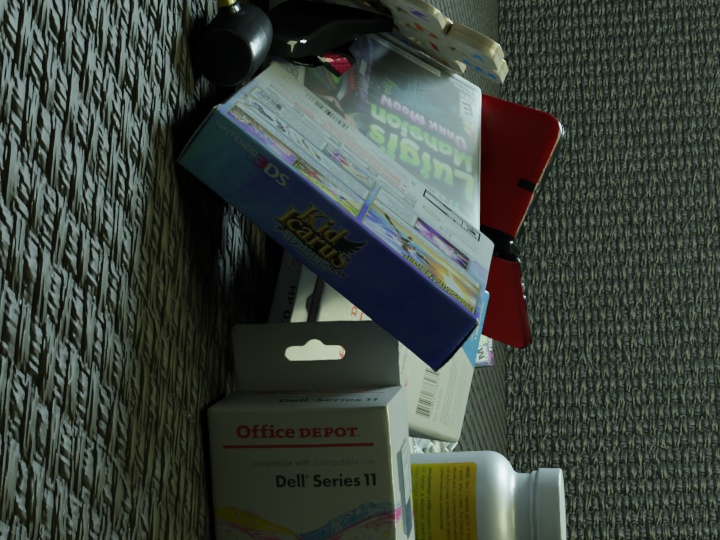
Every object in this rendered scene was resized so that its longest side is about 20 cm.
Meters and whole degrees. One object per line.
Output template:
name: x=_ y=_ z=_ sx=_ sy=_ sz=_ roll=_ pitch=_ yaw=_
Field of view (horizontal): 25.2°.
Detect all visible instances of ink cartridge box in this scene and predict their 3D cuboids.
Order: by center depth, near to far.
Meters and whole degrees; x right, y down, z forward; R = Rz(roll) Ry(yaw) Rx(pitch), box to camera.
ink cartridge box: x=-0.029 y=0.135 z=0.983 sx=0.067 sy=0.116 sz=0.202 roll=-32 pitch=118 yaw=-77
ink cartridge box: x=-0.002 y=0.042 z=1.118 sx=0.199 sy=0.067 sz=0.116 roll=24 pitch=75 yaw=-47

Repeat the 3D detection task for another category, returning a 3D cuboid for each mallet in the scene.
mallet: x=-0.090 y=-0.216 z=0.982 sx=0.066 sy=0.041 sz=0.202 roll=-59 pitch=141 yaw=-71

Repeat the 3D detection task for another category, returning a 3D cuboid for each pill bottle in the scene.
pill bottle: x=0.059 y=0.194 z=1.252 sx=0.104 sy=0.198 sz=0.105 roll=-3 pitch=90 yaw=-80

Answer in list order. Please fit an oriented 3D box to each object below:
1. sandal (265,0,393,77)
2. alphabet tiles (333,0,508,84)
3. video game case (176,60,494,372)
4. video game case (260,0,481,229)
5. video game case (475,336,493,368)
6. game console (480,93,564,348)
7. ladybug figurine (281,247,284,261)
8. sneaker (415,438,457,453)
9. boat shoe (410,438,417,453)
sandal: x=-0.038 y=-0.159 z=1.129 sx=0.200 sy=0.074 sz=0.045 roll=-32 pitch=132 yaw=-62
alphabet tiles: x=0.020 y=-0.198 z=1.202 sx=0.015 sy=0.199 sz=0.196 roll=-61 pitch=168 yaw=0
video game case: x=-0.008 y=-0.040 z=1.014 sx=0.046 sy=0.200 sz=0.181 roll=-50 pitch=-176 yaw=16
video game case: x=0.011 y=-0.109 z=1.204 sx=0.199 sy=0.023 sz=0.183 roll=27 pitch=49 yaw=-28
video game case: x=0.065 y=0.003 z=1.607 sx=0.180 sy=0.036 sz=0.202 roll=-1 pitch=88 yaw=-49
game console: x=0.075 y=-0.056 z=1.355 sx=0.119 sy=0.199 sz=0.174 roll=34 pitch=79 yaw=-56
ladybug figurine: x=0.000 y=0.000 z=1.238 sx=0.200 sy=0.071 sz=0.137 roll=32 pitch=66 yaw=-55
sneaker: x=0.051 y=0.166 z=1.568 sx=0.201 sy=0.086 sz=0.075 roll=-77 pitch=164 yaw=-55
boat shoe: x=0.027 y=0.198 z=1.457 sx=0.065 sy=0.074 sz=0.204 roll=22 pitch=59 yaw=-75
